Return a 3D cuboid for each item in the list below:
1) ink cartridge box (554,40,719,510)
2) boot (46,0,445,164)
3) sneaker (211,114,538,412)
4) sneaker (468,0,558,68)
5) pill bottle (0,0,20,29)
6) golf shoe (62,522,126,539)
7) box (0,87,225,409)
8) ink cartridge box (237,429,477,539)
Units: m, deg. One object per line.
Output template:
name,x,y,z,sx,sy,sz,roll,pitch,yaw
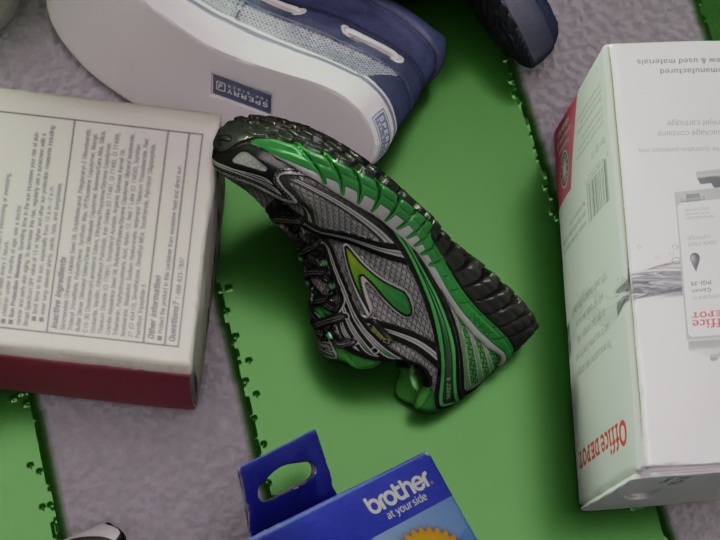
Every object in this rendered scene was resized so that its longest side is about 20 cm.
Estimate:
ink cartridge box,0.149,0.007,0.975,0.082,0.147,0.202,-2,77,-6
boot,-0.058,-0.120,1.042,0.199,0.073,0.090,26,46,13
sneaker,0.000,0.000,0.967,0.085,0.078,0.200,-49,119,-2
sneaker,0.071,-0.207,1.060,0.081,0.070,0.201,-24,81,-7
pill bottle,-0.192,-0.194,0.966,0.111,0.200,0.113,6,63,-13
golf shoe,-0.090,0.207,0.949,0.094,0.078,0.200,-40,83,-12
box,-0.169,-0.011,0.978,0.198,0.109,0.129,7,77,-2
ink cartridge box,0.001,0.177,0.938,0.136,0.076,0.201,-23,76,-37
